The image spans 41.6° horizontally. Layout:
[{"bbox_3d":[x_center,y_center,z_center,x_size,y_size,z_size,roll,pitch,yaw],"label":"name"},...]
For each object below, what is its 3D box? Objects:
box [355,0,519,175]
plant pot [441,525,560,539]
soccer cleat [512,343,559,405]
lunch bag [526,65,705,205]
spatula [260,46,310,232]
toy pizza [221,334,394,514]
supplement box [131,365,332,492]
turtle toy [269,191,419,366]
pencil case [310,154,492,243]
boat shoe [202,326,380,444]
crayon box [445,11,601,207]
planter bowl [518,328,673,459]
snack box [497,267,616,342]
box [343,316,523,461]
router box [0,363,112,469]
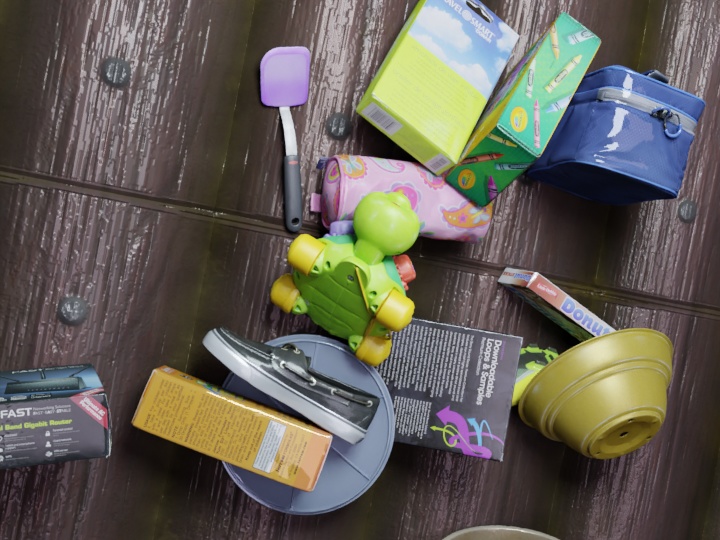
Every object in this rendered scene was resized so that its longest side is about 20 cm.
[{"bbox_3d":[0.089,-0.220,1.051,0.122,0.048,0.200,36,61,-15],"label":"box"},{"bbox_3d":[0.174,0.432,1.108,0.200,0.200,0.184,-1,106,-21],"label":"plant pot"},{"bbox_3d":[0.185,0.138,1.151,0.199,0.065,0.084,3,117,-24],"label":"soccer cleat"},{"bbox_3d":[0.293,-0.160,1.083,0.135,0.200,0.133,18,86,-16],"label":"lunch bag"},{"bbox_3d":[-0.079,-0.142,1.039,0.056,0.021,0.201,-6,97,-22],"label":"spatula"},{"bbox_3d":[-0.062,0.169,1.047,0.199,0.032,0.201,0,94,0],"label":"toy pizza"},{"bbox_3d":[-0.133,0.165,0.993,0.199,0.067,0.069,20,87,-4],"label":"supplement box"},{"bbox_3d":[0.000,0.000,0.986,0.146,0.200,0.101,33,51,3],"label":"turtle toy"},{"bbox_3d":[0.049,-0.078,1.061,0.199,0.087,0.088,3,94,-21],"label":"pencil case"},{"bbox_3d":[-0.071,0.110,0.998,0.200,0.069,0.057,33,89,-8],"label":"boat shoe"},{"bbox_3d":[0.180,-0.178,1.042,0.058,0.119,0.200,35,59,-5],"label":"crayon box"},{"bbox_3d":[0.294,0.163,1.114,0.200,0.084,0.201,-12,140,-10],"label":"planter bowl"},{"bbox_3d":[0.262,0.060,1.158,0.200,0.072,0.024,34,83,-20],"label":"snack box"},{"bbox_3d":[0.074,0.127,1.072,0.199,0.036,0.144,10,91,5],"label":"box"},{"bbox_3d":[-0.343,0.138,0.894,0.199,0.150,0.062,-3,96,-21],"label":"router box"}]
